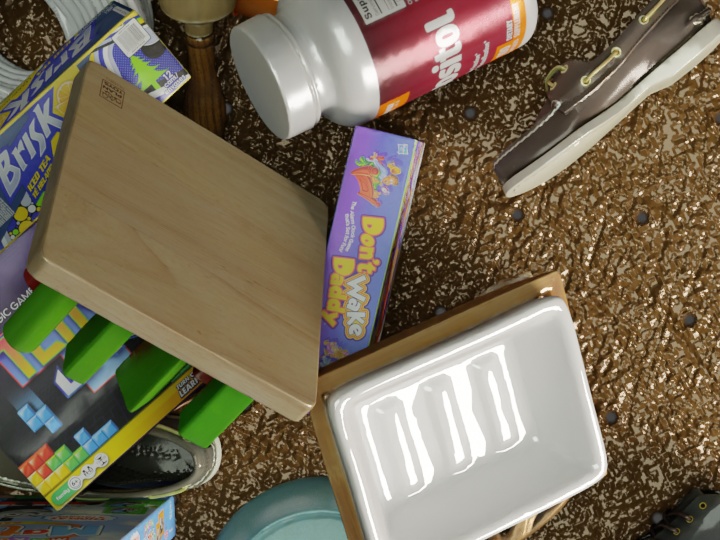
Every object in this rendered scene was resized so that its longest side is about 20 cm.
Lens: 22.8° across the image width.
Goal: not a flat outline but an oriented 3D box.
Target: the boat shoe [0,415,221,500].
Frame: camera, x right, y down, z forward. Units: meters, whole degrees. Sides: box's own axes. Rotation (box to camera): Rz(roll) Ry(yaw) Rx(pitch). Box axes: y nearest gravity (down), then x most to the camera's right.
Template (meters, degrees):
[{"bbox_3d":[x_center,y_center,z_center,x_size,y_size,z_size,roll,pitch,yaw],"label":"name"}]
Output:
[{"bbox_3d":[-0.208,0.136,1.343,0.200,0.060,0.073,1,92,5],"label":"boat shoe"}]

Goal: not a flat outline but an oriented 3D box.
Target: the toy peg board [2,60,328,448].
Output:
[{"bbox_3d":[-0.132,0.001,1.157,0.199,0.200,0.098,31,125,-23],"label":"toy peg board"}]

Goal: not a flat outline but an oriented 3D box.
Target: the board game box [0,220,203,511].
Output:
[{"bbox_3d":[-0.192,0.039,1.250,0.200,0.057,0.165,-42,104,-4],"label":"board game box"}]

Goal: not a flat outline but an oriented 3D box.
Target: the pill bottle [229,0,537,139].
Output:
[{"bbox_3d":[0.015,-0.171,1.250,0.199,0.113,0.113,-27,90,-16],"label":"pill bottle"}]

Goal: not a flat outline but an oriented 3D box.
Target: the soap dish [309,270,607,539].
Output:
[{"bbox_3d":[0.061,0.105,1.206,0.199,0.081,0.158,-23,109,-20],"label":"soap dish"}]

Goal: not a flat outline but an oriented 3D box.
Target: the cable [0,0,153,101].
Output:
[{"bbox_3d":[-0.248,-0.172,1.299,0.199,0.069,0.201,23,117,-5],"label":"cable"}]

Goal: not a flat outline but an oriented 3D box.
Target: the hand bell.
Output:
[{"bbox_3d":[-0.116,-0.164,1.284,0.103,0.104,0.201,6,130,5],"label":"hand bell"}]

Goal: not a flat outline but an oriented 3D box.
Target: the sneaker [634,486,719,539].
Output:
[{"bbox_3d":[0.208,0.211,1.309,0.199,0.075,0.107,2,89,-4],"label":"sneaker"}]

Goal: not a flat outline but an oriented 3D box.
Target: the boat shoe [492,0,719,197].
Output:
[{"bbox_3d":[0.171,-0.132,1.291,0.200,0.072,0.060,-38,83,2],"label":"boat shoe"}]

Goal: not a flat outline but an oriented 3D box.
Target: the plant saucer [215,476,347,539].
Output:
[{"bbox_3d":[-0.027,0.258,1.351,0.199,0.027,0.202,0,92,5],"label":"plant saucer"}]

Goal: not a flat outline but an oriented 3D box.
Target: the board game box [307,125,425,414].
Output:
[{"bbox_3d":[0.000,0.000,1.280,0.044,0.134,0.201,13,95,4],"label":"board game box"}]

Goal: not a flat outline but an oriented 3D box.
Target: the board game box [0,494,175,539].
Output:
[{"bbox_3d":[-0.226,0.193,1.278,0.150,0.200,0.037,0,93,5],"label":"board game box"}]

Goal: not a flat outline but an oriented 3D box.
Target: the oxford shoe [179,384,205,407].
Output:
[{"bbox_3d":[-0.177,0.079,1.315,0.199,0.071,0.072,-14,67,-1],"label":"oxford shoe"}]

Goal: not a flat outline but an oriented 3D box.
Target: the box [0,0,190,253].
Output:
[{"bbox_3d":[-0.214,-0.093,1.218,0.200,0.070,0.064,-43,114,-6],"label":"box"}]

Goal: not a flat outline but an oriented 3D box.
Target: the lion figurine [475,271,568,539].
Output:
[{"bbox_3d":[0.115,0.109,1.315,0.122,0.072,0.201,-26,105,-7],"label":"lion figurine"}]

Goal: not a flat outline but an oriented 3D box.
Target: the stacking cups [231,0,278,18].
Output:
[{"bbox_3d":[-0.104,-0.220,1.314,0.199,0.061,0.061,20,95,4],"label":"stacking cups"}]
